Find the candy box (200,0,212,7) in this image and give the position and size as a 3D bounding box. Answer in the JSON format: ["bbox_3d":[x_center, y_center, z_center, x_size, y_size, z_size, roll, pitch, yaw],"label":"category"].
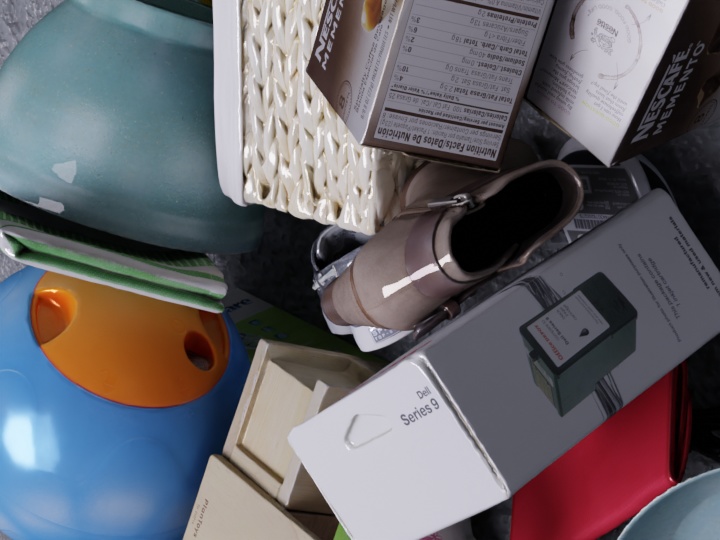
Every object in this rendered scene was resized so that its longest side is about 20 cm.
[{"bbox_3d":[-0.107,-0.192,1.204,0.102,0.026,0.202,17,120,41],"label":"candy box"}]

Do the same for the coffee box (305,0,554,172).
[{"bbox_3d":[0.046,-0.166,0.882,0.115,0.079,0.201,-120,43,-60],"label":"coffee box"}]

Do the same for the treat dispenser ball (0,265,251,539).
[{"bbox_3d":[-0.166,0.086,1.142,0.200,0.200,0.203,22,123,38],"label":"treat dispenser ball"}]

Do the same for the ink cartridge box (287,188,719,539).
[{"bbox_3d":[0.080,0.056,0.935,0.084,0.199,0.146,57,144,3],"label":"ink cartridge box"}]

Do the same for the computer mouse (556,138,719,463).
[{"bbox_3d":[0.164,0.011,1.012,0.109,0.044,0.202,8,120,49],"label":"computer mouse"}]

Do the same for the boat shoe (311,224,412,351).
[{"bbox_3d":[0.000,0.000,1.092,0.068,0.071,0.200,61,-179,-7],"label":"boat shoe"}]

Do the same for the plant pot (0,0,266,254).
[{"bbox_3d":[-0.138,-0.109,1.134,0.200,0.200,0.135,28,105,34],"label":"plant pot"}]

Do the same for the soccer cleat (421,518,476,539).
[{"bbox_3d":[0.069,0.221,1.197,0.086,0.070,0.202,15,122,23],"label":"soccer cleat"}]

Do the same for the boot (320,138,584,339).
[{"bbox_3d":[0.067,-0.029,0.946,0.070,0.200,0.146,53,147,-8],"label":"boot"}]

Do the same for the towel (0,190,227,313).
[{"bbox_3d":[-0.171,-0.031,1.110,0.024,0.151,0.200,-70,24,13],"label":"towel"}]

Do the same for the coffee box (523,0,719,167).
[{"bbox_3d":[0.162,-0.162,0.877,0.080,0.113,0.201,42,133,24],"label":"coffee box"}]

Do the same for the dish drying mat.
[{"bbox_3d":[0.137,0.121,1.034,0.200,0.018,0.077,131,152,-57],"label":"dish drying mat"}]

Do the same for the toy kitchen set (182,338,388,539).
[{"bbox_3d":[0.015,0.174,1.061,0.163,0.179,0.202,31,104,51],"label":"toy kitchen set"}]

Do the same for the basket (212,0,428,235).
[{"bbox_3d":[0.001,-0.134,1.043,0.123,0.135,0.202,21,122,33],"label":"basket"}]

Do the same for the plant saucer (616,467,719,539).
[{"bbox_3d":[0.230,0.168,0.969,0.199,0.039,0.202,4,125,5],"label":"plant saucer"}]

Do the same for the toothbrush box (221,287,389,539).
[{"bbox_3d":[-0.049,0.121,1.248,0.199,0.086,0.147,26,125,37],"label":"toothbrush box"}]
